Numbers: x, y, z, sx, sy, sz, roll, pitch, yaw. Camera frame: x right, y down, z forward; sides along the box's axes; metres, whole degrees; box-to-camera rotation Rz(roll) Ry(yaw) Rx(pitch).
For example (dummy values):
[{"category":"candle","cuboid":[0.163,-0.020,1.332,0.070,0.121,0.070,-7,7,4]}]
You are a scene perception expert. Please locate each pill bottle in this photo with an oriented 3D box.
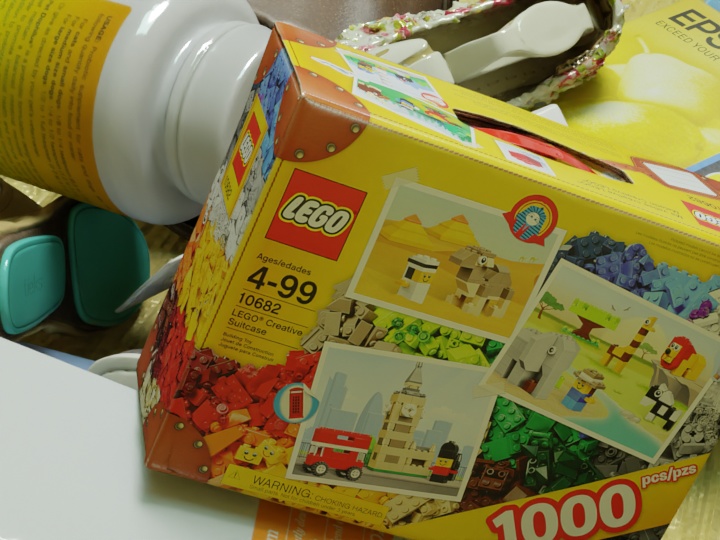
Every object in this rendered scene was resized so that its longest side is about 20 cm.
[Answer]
[{"category":"pill bottle","cuboid":[-0.118,-0.086,0.758,0.199,0.110,0.109,18,33,28]}]

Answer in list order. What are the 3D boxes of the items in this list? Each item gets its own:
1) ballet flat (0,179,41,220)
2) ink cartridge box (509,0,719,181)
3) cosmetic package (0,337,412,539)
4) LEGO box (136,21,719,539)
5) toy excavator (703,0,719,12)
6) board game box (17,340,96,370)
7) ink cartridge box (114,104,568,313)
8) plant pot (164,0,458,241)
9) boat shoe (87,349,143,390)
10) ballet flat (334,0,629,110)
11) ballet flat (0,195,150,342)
[{"category":"ballet flat","cuboid":[-0.238,-0.037,0.831,0.199,0.063,0.069,6,31,-7]},{"category":"ink cartridge box","cuboid":[0.189,-0.067,0.840,0.199,0.047,0.198,-26,42,-19]},{"category":"cosmetic package","cuboid":[-0.085,0.103,0.625,0.199,0.071,0.102,22,34,-9]},{"category":"LEGO box","cuboid":[0.036,0.018,0.629,0.199,0.149,0.077,17,22,-19]},{"category":"toy excavator","cuboid":[0.207,-0.128,1.075,0.100,0.200,0.195,-28,93,-44]},{"category":"board game box","cuboid":[-0.198,0.089,0.691,0.151,0.037,0.200,14,33,7]},{"category":"ink cartridge box","cuboid":[0.000,0.000,0.781,0.199,0.117,0.068,-23,87,-24]},{"category":"plant pot","cuboid":[-0.046,-0.123,0.925,0.199,0.201,0.199,9,41,-1]},{"category":"boat shoe","cuboid":[-0.020,0.082,0.716,0.199,0.072,0.060,23,26,7]},{"category":"ballet flat","cuboid":[0.042,-0.096,0.800,0.199,0.076,0.064,-28,4,-23]},{"category":"ballet flat","cuboid":[-0.152,-0.002,0.768,0.063,0.069,0.200,0,1,11]}]
